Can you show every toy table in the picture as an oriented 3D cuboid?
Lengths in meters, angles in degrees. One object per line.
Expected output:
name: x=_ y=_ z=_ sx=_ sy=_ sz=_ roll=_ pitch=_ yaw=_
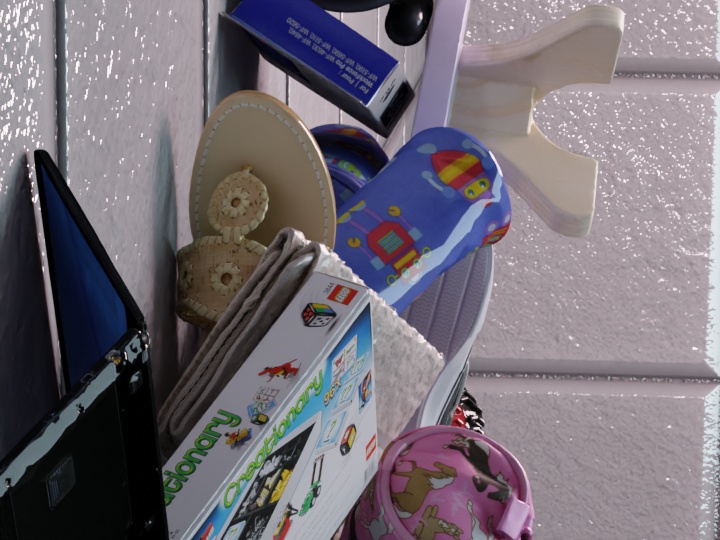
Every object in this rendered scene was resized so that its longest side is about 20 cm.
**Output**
toy table: x=0.093 y=-0.099 z=1.654 sx=0.184 sy=0.117 sz=0.201 roll=97 pitch=3 yaw=-61

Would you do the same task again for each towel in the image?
towel: x=-0.026 y=0.066 z=1.350 sx=0.133 sy=0.034 sz=0.200 roll=-56 pitch=150 yaw=-4

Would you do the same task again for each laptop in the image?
laptop: x=-0.124 y=0.089 z=0.948 sx=0.200 sy=0.103 sz=0.178 roll=-48 pitch=146 yaw=-42

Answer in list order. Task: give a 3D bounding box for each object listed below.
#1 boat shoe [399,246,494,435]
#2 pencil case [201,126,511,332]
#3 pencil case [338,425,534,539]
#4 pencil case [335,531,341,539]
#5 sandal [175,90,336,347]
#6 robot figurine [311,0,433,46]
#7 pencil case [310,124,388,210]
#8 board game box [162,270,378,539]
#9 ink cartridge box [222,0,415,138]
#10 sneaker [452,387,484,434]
boat shoe: x=0.029 y=0.057 z=1.589 sx=0.071 sy=0.072 sz=0.201 roll=8 pitch=102 yaw=-80
pencil case: x=0.000 y=0.000 z=1.469 sx=0.200 sy=0.078 sz=0.087 roll=-41 pitch=-175 yaw=-32
pencil case: x=0.031 y=0.163 z=1.414 sx=0.200 sy=0.083 sz=0.087 roll=112 pitch=-35 yaw=-55
pencil case: x=-0.027 y=0.222 z=1.668 sx=0.200 sy=0.089 sz=0.078 roll=-46 pitch=150 yaw=-80
sandal: x=-0.059 y=0.021 z=1.338 sx=0.070 sy=0.077 sz=0.212 roll=-67 pitch=165 yaw=-63
robot figurine: x=-0.002 y=-0.227 z=1.622 sx=0.200 sy=0.124 sz=0.151 roll=-70 pitch=175 yaw=-75
pencil case: x=-0.024 y=-0.038 z=1.630 sx=0.087 sy=0.078 sz=0.200 roll=-57 pitch=-178 yaw=10
board game box: x=-0.051 y=0.110 z=1.240 sx=0.200 sy=0.035 sz=0.127 roll=-52 pitch=151 yaw=-41
ink cartridge box: x=-0.021 y=-0.128 z=1.578 sx=0.039 sy=0.099 sz=0.200 roll=-56 pitch=176 yaw=1
sneaker: x=0.031 y=0.160 z=1.684 sx=0.200 sy=0.079 sz=0.096 roll=-71 pitch=-173 yaw=-50
